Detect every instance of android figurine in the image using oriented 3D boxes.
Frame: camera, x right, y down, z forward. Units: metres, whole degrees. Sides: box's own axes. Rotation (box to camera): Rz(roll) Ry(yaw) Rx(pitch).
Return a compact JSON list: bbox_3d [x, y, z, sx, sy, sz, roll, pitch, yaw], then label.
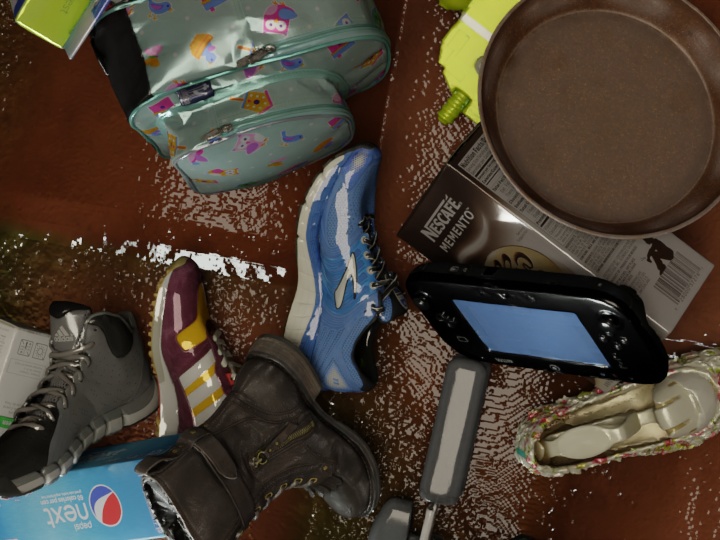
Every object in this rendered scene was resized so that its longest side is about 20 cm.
[{"bbox_3d":[0.140,-0.175,1.327,0.182,0.041,0.200,41,100,1],"label":"android figurine"}]

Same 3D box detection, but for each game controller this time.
[{"bbox_3d":[0.126,0.038,1.269,0.200,0.042,0.104,6,137,42],"label":"game controller"}]

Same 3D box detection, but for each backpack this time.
[{"bbox_3d":[-0.074,-0.150,1.291,0.200,0.176,0.153,-27,78,-1],"label":"backpack"}]

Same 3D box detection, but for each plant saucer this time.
[{"bbox_3d":[0.177,-0.114,1.260,0.200,0.034,0.200,3,75,-10],"label":"plant saucer"}]

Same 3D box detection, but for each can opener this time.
[{"bbox_3d":[0.054,0.160,1.379,0.066,0.053,0.200,18,100,7],"label":"can opener"}]

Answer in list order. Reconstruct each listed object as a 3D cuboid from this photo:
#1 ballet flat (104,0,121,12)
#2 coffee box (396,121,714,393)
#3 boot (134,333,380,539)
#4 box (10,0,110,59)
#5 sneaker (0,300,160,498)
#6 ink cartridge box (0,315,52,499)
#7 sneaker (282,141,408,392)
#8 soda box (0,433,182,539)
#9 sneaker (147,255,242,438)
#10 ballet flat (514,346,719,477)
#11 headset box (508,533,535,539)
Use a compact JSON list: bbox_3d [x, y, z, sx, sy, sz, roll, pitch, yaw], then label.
[{"bbox_3d":[-0.160,-0.260,1.342,0.076,0.064,0.200,28,102,9],"label":"ballet flat"},{"bbox_3d":[0.141,-0.016,1.302,0.200,0.113,0.080,37,57,3],"label":"coffee box"},{"bbox_3d":[-0.079,0.164,1.321,0.069,0.174,0.200,0,133,42],"label":"boot"},{"bbox_3d":[-0.211,-0.243,1.292,0.048,0.200,0.122,28,104,-26],"label":"box"},{"bbox_3d":[-0.235,0.085,1.339,0.075,0.200,0.116,5,113,31],"label":"sneaker"},{"bbox_3d":[-0.316,0.131,1.391,0.109,0.050,0.200,15,88,39],"label":"ink cartridge box"},{"bbox_3d":[0.000,0.000,1.348,0.089,0.079,0.200,13,108,21],"label":"sneaker"},{"bbox_3d":[-0.199,0.174,1.371,0.200,0.068,0.064,-12,97,37],"label":"soda box"},{"bbox_3d":[-0.113,0.086,1.387,0.090,0.075,0.200,2,107,10],"label":"sneaker"},{"bbox_3d":[0.212,0.115,1.344,0.200,0.064,0.076,-22,93,10],"label":"ballet flat"},{"bbox_3d":[0.102,0.305,1.324,0.093,0.200,0.174,24,100,21],"label":"headset box"}]
